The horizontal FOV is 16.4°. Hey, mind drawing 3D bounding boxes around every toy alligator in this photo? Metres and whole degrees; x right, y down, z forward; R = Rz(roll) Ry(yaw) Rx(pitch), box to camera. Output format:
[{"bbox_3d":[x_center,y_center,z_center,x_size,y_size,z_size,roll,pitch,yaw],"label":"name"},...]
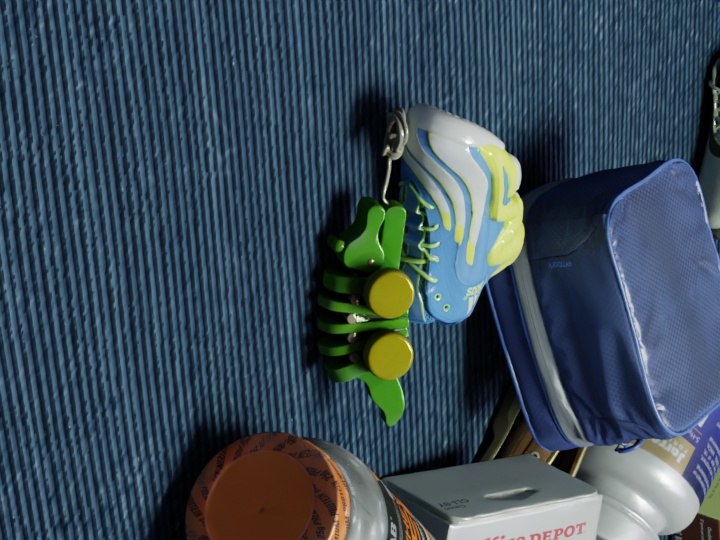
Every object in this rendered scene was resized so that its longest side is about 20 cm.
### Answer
[{"bbox_3d":[0.000,0.000,1.519,0.054,0.059,0.201,-4,108,-14],"label":"toy alligator"}]

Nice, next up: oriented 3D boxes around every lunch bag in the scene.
[{"bbox_3d":[0.170,0.032,1.728,0.136,0.132,0.201,-27,105,-49],"label":"lunch bag"}]

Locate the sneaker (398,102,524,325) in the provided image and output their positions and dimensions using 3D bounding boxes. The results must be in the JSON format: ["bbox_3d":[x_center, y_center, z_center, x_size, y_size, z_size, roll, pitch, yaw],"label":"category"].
[{"bbox_3d":[0.054,-0.023,1.566,0.105,0.075,0.200,-63,156,-15],"label":"sneaker"}]

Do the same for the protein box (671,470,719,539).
[{"bbox_3d":[0.409,0.212,2.229,0.199,0.199,0.135,-52,146,-35],"label":"protein box"}]

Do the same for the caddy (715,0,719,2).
[{"bbox_3d":[0.275,-0.277,1.803,0.142,0.105,0.200,-60,150,-22],"label":"caddy"}]

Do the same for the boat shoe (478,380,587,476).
[{"bbox_3d":[0.117,0.165,1.803,0.072,0.068,0.201,28,81,-64],"label":"boat shoe"}]

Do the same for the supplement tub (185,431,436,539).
[{"bbox_3d":[-0.024,0.176,1.492,0.123,0.122,0.200,-65,152,-15],"label":"supplement tub"}]

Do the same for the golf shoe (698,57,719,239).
[{"bbox_3d":[0.303,-0.123,2.003,0.088,0.077,0.201,30,75,-42],"label":"golf shoe"}]

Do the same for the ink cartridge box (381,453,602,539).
[{"bbox_3d":[0.077,0.237,1.714,0.145,0.083,0.201,-6,113,-39],"label":"ink cartridge box"}]

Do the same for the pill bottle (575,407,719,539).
[{"bbox_3d":[0.219,0.134,1.918,0.201,0.119,0.120,-60,150,-23],"label":"pill bottle"}]
